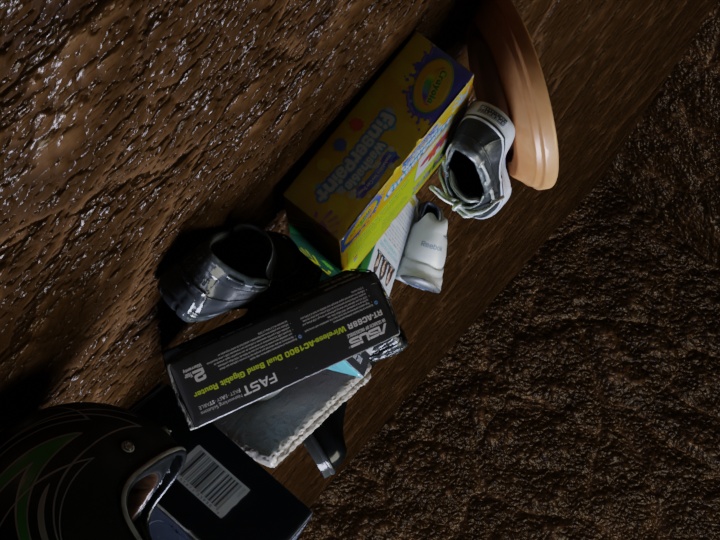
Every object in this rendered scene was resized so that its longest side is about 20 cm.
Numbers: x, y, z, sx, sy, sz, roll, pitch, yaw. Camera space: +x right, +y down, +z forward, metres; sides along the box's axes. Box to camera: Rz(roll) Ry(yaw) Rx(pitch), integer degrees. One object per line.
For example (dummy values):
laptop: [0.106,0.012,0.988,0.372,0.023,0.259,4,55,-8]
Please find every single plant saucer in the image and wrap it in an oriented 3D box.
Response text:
plant saucer: [0.146,-0.174,1.382,0.037,0.203,0.200,-16,166,-4]

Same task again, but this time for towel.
towel: [-0.089,0.130,1.521,0.200,0.131,0.035,-40,144,-44]

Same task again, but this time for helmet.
helmet: [-0.216,0.197,1.023,0.197,0.193,0.200,-13,165,-4]

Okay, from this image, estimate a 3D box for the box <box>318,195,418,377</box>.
box: [0.000,0.000,1.425,0.082,0.049,0.202,48,58,-63]

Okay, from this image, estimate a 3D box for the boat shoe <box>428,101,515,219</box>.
boat shoe: [0.110,-0.089,1.370,0.068,0.073,0.200,-55,172,-18]

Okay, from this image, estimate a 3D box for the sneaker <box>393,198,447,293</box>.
sneaker: [0.062,-0.038,1.540,0.200,0.074,0.088,-133,-118,-71]

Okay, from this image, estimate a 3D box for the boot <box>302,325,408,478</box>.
boot: [-0.012,0.125,1.620,0.156,0.213,0.080,-24,138,5]

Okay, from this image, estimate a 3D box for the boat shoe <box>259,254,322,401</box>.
boat shoe: [-0.077,0.046,1.452,0.201,0.071,0.068,-57,166,6]

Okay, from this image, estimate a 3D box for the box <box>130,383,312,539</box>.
box: [-0.182,0.259,1.371,0.124,0.199,0.197,-40,166,-48]

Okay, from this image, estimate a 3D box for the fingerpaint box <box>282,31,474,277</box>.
fingerpaint box: [0.016,-0.102,1.318,0.201,0.073,0.167,-51,171,-11]

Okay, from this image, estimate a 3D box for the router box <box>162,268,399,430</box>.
router box: [-0.076,0.065,1.230,0.198,0.063,0.150,-25,-175,-9]

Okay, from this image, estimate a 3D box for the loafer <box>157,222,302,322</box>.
loafer: [-0.096,-0.005,1.179,0.070,0.068,0.200,-44,170,23]
